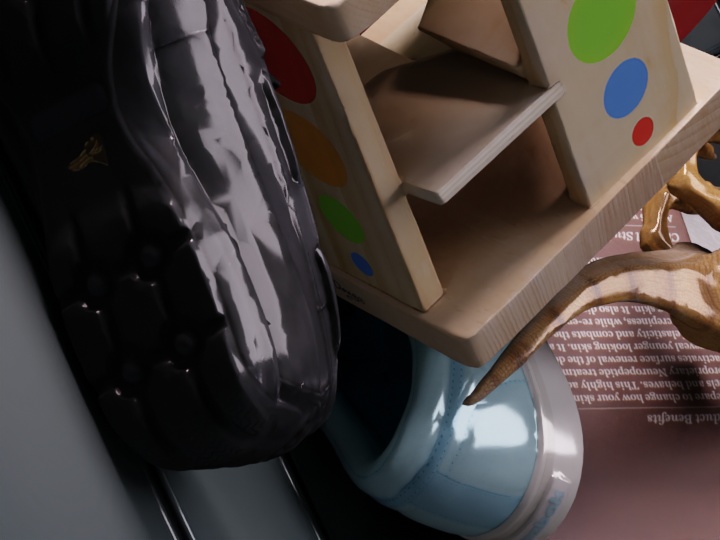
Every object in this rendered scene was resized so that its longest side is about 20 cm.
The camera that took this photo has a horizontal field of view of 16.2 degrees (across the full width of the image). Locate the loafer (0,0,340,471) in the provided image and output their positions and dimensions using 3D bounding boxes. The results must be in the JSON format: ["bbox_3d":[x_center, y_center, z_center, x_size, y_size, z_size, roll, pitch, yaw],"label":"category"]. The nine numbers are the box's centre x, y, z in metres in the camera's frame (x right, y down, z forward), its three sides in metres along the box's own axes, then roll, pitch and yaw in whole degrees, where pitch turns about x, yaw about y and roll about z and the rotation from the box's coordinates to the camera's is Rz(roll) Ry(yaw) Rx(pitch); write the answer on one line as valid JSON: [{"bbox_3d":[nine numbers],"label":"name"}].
[{"bbox_3d":[-0.056,-0.047,0.640,0.070,0.068,0.201,-5,75,-63],"label":"loafer"}]

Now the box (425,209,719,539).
[{"bbox_3d":[0.066,0.027,0.873,0.075,0.100,0.200,117,-33,-47],"label":"box"}]

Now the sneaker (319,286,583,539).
[{"bbox_3d":[0.000,0.000,0.803,0.082,0.074,0.200,20,26,-40],"label":"sneaker"}]

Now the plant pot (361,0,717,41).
[{"bbox_3d":[0.066,-0.156,1.040,0.200,0.183,0.200,23,6,-3],"label":"plant pot"}]

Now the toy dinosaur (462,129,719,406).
[{"bbox_3d":[0.111,0.005,0.803,0.200,0.060,0.106,18,47,-39],"label":"toy dinosaur"}]

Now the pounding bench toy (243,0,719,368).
[{"bbox_3d":[-0.014,-0.099,0.748,0.200,0.124,0.156,28,-27,41],"label":"pounding bench toy"}]

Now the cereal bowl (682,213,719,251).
[{"bbox_3d":[0.124,0.018,1.105,0.200,0.083,0.200,47,-7,8],"label":"cereal bowl"}]
